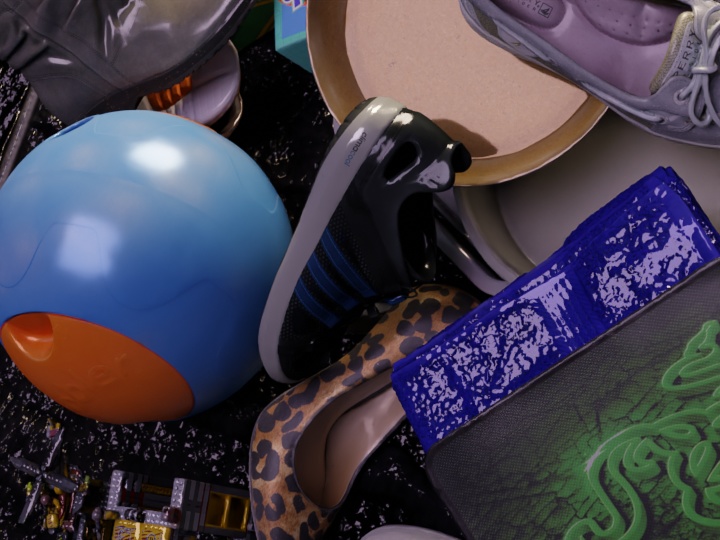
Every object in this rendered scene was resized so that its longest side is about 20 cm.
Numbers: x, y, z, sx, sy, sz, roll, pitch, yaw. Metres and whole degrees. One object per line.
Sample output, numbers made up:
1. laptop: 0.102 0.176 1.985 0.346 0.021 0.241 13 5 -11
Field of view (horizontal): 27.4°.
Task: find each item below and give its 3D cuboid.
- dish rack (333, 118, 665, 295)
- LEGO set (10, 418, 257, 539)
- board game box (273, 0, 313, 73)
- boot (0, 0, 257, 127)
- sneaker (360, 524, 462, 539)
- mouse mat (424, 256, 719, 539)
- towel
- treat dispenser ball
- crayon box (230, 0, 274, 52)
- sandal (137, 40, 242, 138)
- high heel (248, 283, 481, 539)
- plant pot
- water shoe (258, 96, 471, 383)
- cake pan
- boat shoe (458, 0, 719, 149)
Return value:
1. dish rack: 0.092 -0.094 0.926 0.172 0.043 0.200 -49 58 10
2. LEGO set: -0.153 0.190 0.942 0.199 0.116 0.155 11 83 34
3. board game box: 0.013 -0.245 0.948 0.152 0.045 0.201 -16 67 31
4. boot: -0.163 -0.174 0.956 0.200 0.131 0.068 -33 25 26
5. sneaker: 0.059 0.204 0.841 0.200 0.085 0.073 30 95 35
6. mouse mat: 0.146 0.109 0.725 0.200 0.008 0.161 -36 83 18
7. towel: 0.114 0.053 0.771 0.200 0.049 0.148 -38 56 18
8. treat dispenser ball: -0.140 -0.002 0.948 0.200 0.201 0.202 -9 72 29
9. crayon box: -0.081 -0.240 1.066 0.199 0.051 0.127 -30 63 21
10. sandal: -0.132 -0.106 1.063 0.206 0.059 0.080 -25 57 47
11. high heel: 0.007 0.101 0.904 0.142 0.071 0.201 -2 67 37
12. plant pot: 0.064 -0.147 0.847 0.199 0.027 0.201 0 89 20
13. water shoe: 0.000 0.000 0.845 0.079 0.072 0.201 29 127 12
14. cake pan: 0.147 -0.072 0.839 0.199 0.037 0.201 -9 73 29
15. boat shoe: 0.140 -0.119 0.769 0.201 0.065 0.075 28 97 11
